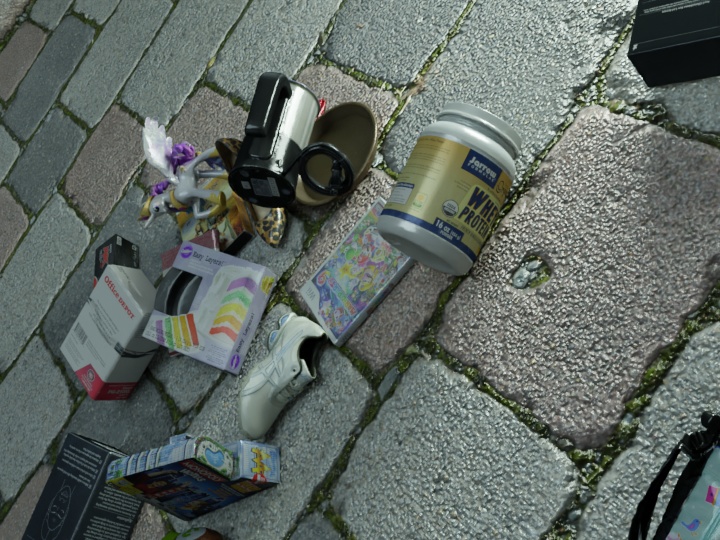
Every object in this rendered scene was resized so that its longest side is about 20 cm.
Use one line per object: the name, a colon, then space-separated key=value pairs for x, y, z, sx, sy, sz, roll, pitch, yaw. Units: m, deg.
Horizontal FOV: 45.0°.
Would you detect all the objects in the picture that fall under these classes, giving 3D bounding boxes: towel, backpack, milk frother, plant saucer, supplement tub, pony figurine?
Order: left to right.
pony figurine: x=-0.325 y=-0.177 z=1.615 sx=0.198 sy=0.166 sz=0.195 roll=-7 pitch=69 yaw=22
towel: x=-0.296 y=0.041 z=1.550 sx=0.143 sy=0.023 sz=0.202 roll=-21 pitch=68 yaw=33
milk frother: x=-0.098 y=-0.215 z=1.441 sx=0.181 sy=0.198 sz=0.190 roll=115 pitch=169 yaw=-62
plant saucer: x=-0.043 y=-0.194 z=1.478 sx=0.199 sy=0.029 sz=0.202 roll=-24 pitch=51 yaw=32
supplement tub: x=0.124 y=-0.111 z=1.181 sx=0.144 sy=0.144 sz=0.202 roll=20 pitch=81 yaw=47
backpack: x=0.326 y=0.240 z=0.774 sx=0.126 sy=0.166 sz=0.202 roll=31 pitch=94 yaw=43

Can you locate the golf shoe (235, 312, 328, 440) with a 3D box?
golf shoe: x=-0.116 y=0.163 z=1.296 sx=0.097 sy=0.078 sz=0.202 roll=12 pitch=75 yaw=42

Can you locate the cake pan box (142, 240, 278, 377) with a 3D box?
cake pan box: x=-0.256 y=0.059 z=1.467 sx=0.198 sy=0.052 sz=0.186 roll=18 pitch=79 yaw=30

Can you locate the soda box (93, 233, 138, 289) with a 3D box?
soda box: x=-0.490 y=0.030 z=1.739 sx=0.070 sy=0.063 sz=0.202 roll=-32 pitch=47 yaw=25

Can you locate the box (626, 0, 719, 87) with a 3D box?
box: x=0.441 y=-0.315 z=1.055 sx=0.199 sy=0.079 sz=0.143 roll=-1 pitch=62 yaw=43

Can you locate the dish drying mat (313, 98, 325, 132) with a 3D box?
dish drying mat: x=-0.149 y=-0.265 z=1.628 sx=0.198 sy=0.018 sz=0.078 roll=-11 pitch=60 yaw=39

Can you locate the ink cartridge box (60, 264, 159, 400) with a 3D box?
ink cartridge box: x=-0.441 y=0.113 z=1.578 sx=0.145 sy=0.084 sz=0.201 roll=45 pitch=110 yaw=31

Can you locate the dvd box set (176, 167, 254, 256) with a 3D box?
dvd box set: x=-0.276 y=-0.088 z=1.632 sx=0.146 sy=0.029 sz=0.201 roll=-41 pitch=45 yaw=18

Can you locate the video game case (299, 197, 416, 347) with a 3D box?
video game case: x=0.000 y=0.000 z=1.326 sx=0.200 sy=0.018 sz=0.143 roll=-49 pitch=43 yaw=10

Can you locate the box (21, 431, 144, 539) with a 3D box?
box: x=-0.453 y=0.394 z=1.449 sx=0.147 sy=0.107 sz=0.202 roll=8 pitch=71 yaw=45

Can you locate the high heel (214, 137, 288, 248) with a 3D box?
high heel: x=-0.196 y=-0.136 z=1.501 sx=0.071 sy=0.142 sz=0.201 roll=-33 pitch=47 yaw=23

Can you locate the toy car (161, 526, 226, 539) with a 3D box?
toy car: x=-0.279 y=0.422 z=1.197 sx=0.163 sy=0.199 sz=0.159 roll=-8 pitch=61 yaw=40

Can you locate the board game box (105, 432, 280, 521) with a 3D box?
board game box: x=-0.228 y=0.290 z=1.266 sx=0.198 sy=0.200 sz=0.062 roll=-19 pitch=53 yaw=17
